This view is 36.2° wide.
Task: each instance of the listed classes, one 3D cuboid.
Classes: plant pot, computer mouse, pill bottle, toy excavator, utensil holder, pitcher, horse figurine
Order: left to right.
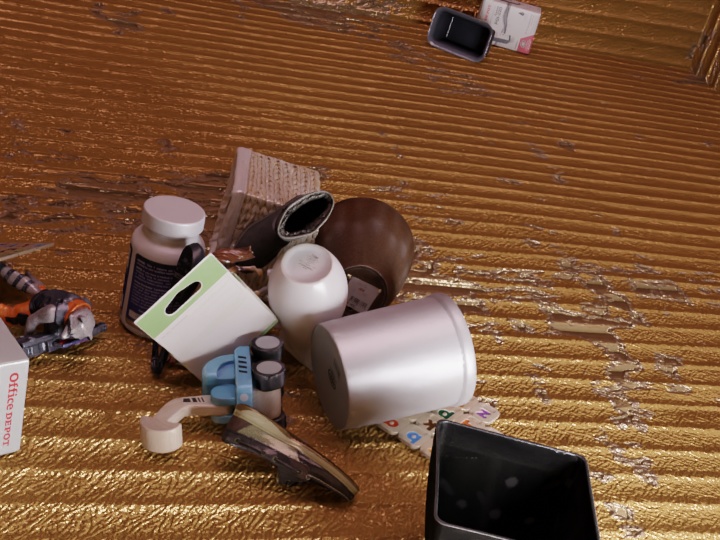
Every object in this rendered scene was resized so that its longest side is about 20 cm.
[{"bbox_3d":[-0.300,-0.005,1.687,0.114,0.202,0.116,12,28,-7],"label":"pill bottle"},{"bbox_3d":[-0.264,0.057,1.612,0.034,0.202,0.058,16,6,-34],"label":"computer mouse"},{"bbox_3d":[-0.218,0.052,1.656,0.131,0.202,0.050,10,9,-19],"label":"horse figurine"},{"bbox_3d":[-0.201,0.181,1.533,0.197,0.101,0.195,-2,28,-6],"label":"toy excavator"},{"bbox_3d":[-0.101,0.044,1.687,0.170,0.201,0.122,25,54,18],"label":"pitcher"},{"bbox_3d":[0.000,0.000,1.817,0.185,0.189,0.200,13,22,-4],"label":"plant pot"},{"bbox_3d":[0.044,0.136,1.618,0.198,0.172,0.170,-12,36,-19],"label":"utensil holder"},{"bbox_3d":[0.163,0.331,1.340,0.197,0.179,0.201,14,27,-2],"label":"plant pot"}]

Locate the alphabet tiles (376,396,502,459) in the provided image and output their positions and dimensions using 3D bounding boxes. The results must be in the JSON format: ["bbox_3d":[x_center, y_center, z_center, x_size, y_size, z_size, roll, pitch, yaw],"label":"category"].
[{"bbox_3d":[0.120,0.228,1.680,0.199,0.015,0.195,30,30,24],"label":"alphabet tiles"}]

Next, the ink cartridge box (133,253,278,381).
[{"bbox_3d":[-0.222,0.063,1.563,0.048,0.145,0.200,45,-4,42],"label":"ink cartridge box"}]

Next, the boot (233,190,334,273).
[{"bbox_3d":[-0.120,-0.056,1.680,0.073,0.182,0.200,45,-1,-14],"label":"boot"}]

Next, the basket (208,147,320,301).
[{"bbox_3d":[-0.167,-0.075,1.895,0.159,0.200,0.201,14,26,-12],"label":"basket"}]

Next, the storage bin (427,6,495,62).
[{"bbox_3d":[0.332,-0.753,3.476,0.198,0.147,0.134,24,18,15],"label":"storage bin"}]

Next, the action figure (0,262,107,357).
[{"bbox_3d":[-0.468,0.062,1.584,0.192,0.106,0.200,15,20,24],"label":"action figure"}]

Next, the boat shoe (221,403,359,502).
[{"bbox_3d":[-0.094,0.255,1.469,0.199,0.065,0.073,34,-11,3],"label":"boat shoe"}]

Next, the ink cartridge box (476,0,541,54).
[{"bbox_3d":[0.483,-0.818,3.648,0.198,0.147,0.085,16,28,1],"label":"ink cartridge box"}]

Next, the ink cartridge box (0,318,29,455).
[{"bbox_3d":[-0.529,0.145,1.351,0.198,0.147,0.145,-7,35,-38],"label":"ink cartridge box"}]

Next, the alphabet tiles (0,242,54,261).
[{"bbox_3d":[-0.592,-0.021,1.675,0.198,0.008,0.167,1,15,37],"label":"alphabet tiles"}]
